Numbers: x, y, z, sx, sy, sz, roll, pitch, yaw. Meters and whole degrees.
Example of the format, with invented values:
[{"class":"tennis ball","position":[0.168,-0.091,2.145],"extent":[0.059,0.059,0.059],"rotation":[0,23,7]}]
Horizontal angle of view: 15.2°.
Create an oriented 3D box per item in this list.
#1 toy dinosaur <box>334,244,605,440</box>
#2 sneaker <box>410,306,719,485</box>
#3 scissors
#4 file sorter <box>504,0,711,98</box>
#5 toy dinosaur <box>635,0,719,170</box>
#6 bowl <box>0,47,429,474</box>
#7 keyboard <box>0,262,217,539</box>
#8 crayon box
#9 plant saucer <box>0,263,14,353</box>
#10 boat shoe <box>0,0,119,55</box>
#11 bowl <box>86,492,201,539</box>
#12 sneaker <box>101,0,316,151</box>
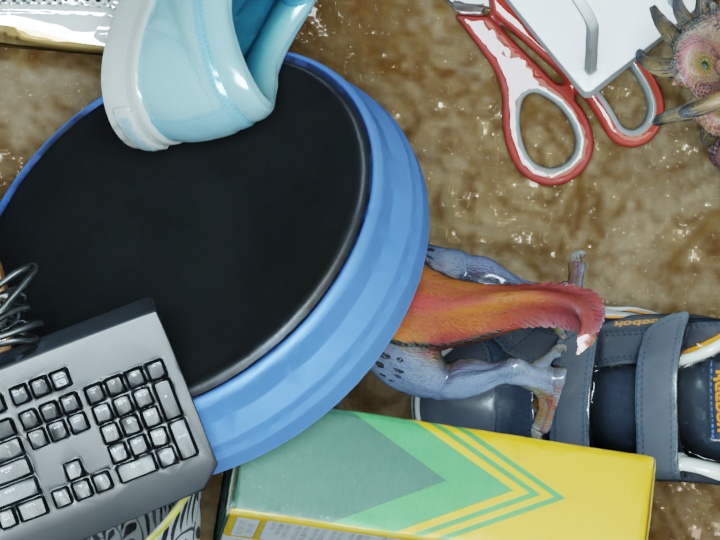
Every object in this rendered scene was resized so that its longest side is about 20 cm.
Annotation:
[{"class":"toy dinosaur","position":[0.000,0.000,1.110],"extent":[0.181,0.200,0.105],"rotation":[16,66,-3]},{"class":"sneaker","position":[0.122,0.053,1.153],"extent":[0.200,0.079,0.078],"rotation":[-3,93,-1]},{"class":"scissors","position":[0.051,-0.124,1.175],"extent":[0.073,0.014,0.200],"rotation":[-39,93,2]},{"class":"file sorter","position":[0.127,-0.196,1.106],"extent":[0.200,0.125,0.139],"rotation":[-38,81,0]},{"class":"toy dinosaur","position":[0.173,-0.070,1.112],"extent":[0.136,0.200,0.086],"rotation":[-31,63,-14]},{"class":"bowl","position":[-0.070,-0.007,1.092],"extent":[0.201,0.201,0.039],"rotation":[-37,135,-1]},{"class":"keyboard","position":[-0.161,0.069,0.995],"extent":[0.200,0.040,0.104],"rotation":[-22,94,-3]},{"class":"crayon box","position":[0.042,0.102,1.123],"extent":[0.200,0.126,0.052],"rotation":[9,74,-4]},{"class":"plant saucer","position":[-0.233,0.029,1.023],"extent":[0.200,0.032,0.200],"rotation":[0,93,-5]},{"class":"boat shoe","position":[-0.168,-0.131,1.136],"extent":[0.200,0.071,0.069],"rotation":[5,92,-12]},{"class":"bowl","position":[-0.144,0.133,1.107],"extent":[0.201,0.201,0.094],"rotation":[-20,118,-2]},{"class":"sneaker","position":[-0.042,-0.139,1.107],"extent":[0.082,0.074,0.200],"rotation":[-2,66,28]}]
